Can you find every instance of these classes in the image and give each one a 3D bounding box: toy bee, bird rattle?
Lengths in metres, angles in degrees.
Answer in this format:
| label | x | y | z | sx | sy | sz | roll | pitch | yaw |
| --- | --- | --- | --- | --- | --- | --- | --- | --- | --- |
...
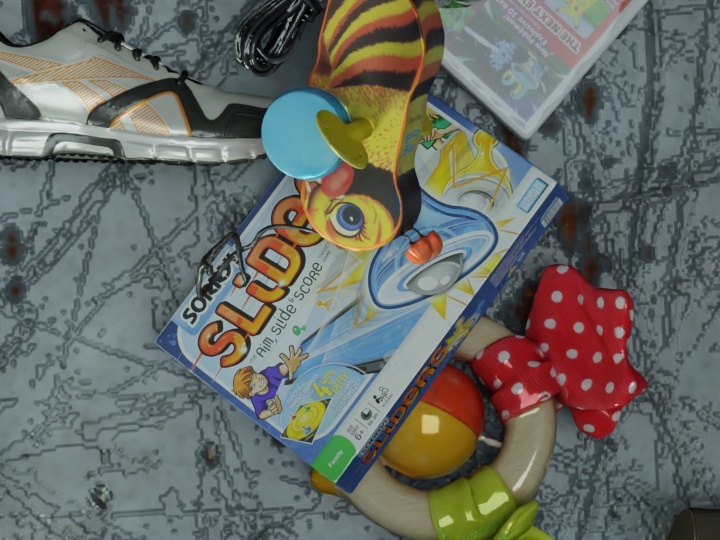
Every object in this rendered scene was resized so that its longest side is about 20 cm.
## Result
| label | x | y | z | sx | sy | sz | roll | pitch | yaw |
| --- | --- | --- | --- | --- | --- | --- | --- | --- | --- |
| toy bee | 0.005 | -0.058 | 1.318 | 0.108 | 0.131 | 0.201 | 29 | 131 | 11 |
| bird rattle | 0.061 | 0.083 | 1.385 | 0.162 | 0.113 | 0.201 | 20 | 86 | 9 |

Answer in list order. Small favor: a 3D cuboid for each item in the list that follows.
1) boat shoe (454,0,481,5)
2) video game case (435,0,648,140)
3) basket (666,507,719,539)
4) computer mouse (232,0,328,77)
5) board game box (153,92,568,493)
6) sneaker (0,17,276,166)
| label | x | y | z | sx | sy | sz | roll | pitch | yaw |
| --- | --- | --- | --- | --- | --- | --- | --- | --- | --- |
| boat shoe | 0.045 | -0.245 | 1.370 | 0.074 | 0.065 | 0.204 | -8 | 88 | 12 |
| video game case | 0.077 | -0.206 | 1.413 | 0.200 | 0.023 | 0.182 | 42 | 87 | -7 |
| basket | 0.264 | 0.205 | 1.396 | 0.199 | 0.136 | 0.181 | 13 | 108 | -3 |
| computer mouse | -0.088 | -0.203 | 1.311 | 0.200 | 0.044 | 0.110 | 42 | 94 | 2 |
| board game box | 0.000 | 0.000 | 1.376 | 0.135 | 0.034 | 0.200 | 35 | 87 | 21 |
| sneaker | -0.127 | -0.095 | 1.366 | 0.198 | 0.074 | 0.081 | 3 | 90 | -7 |
